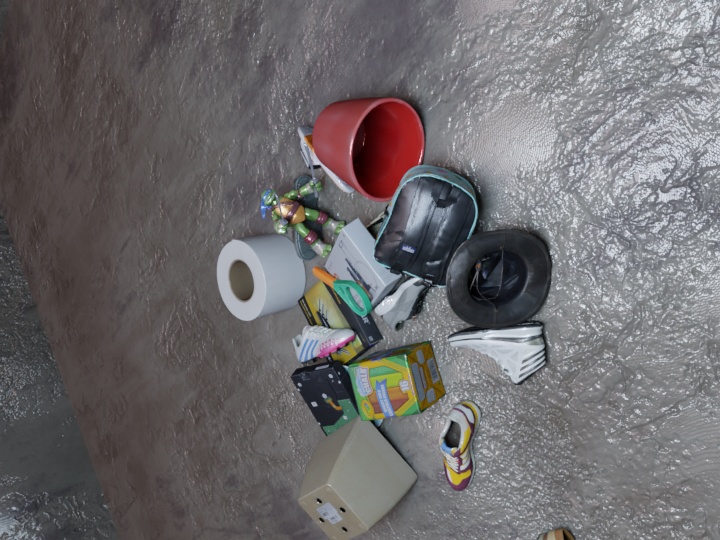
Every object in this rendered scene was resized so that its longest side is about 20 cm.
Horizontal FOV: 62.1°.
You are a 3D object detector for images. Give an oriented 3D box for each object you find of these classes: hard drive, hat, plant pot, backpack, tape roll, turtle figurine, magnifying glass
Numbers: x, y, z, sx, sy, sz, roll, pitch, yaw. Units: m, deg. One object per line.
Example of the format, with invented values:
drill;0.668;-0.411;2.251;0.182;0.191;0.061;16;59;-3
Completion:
hard drive;-0.063;0.310;1.417;0.138;0.038;0.202;-17;109;35
hat;0.244;0.009;1.098;0.081;0.196;0.205;-112;24;-74
plant pot;0.005;-0.261;1.220;0.176;0.198;0.205;29;118;46
backpack;0.131;-0.095;1.135;0.173;0.154;0.203;22;121;4
tape roll;-0.255;0.015;1.537;0.200;0.138;0.207;10;105;41
turtle figurine;-0.123;-0.129;1.335;0.193;0.145;0.200;36;127;-18
magnifying glass;-0.044;0.040;1.337;0.199;0.022;0.081;34;147;44
plant pot;-0.024;0.492;1.364;0.200;0.177;0.199;47;129;-2

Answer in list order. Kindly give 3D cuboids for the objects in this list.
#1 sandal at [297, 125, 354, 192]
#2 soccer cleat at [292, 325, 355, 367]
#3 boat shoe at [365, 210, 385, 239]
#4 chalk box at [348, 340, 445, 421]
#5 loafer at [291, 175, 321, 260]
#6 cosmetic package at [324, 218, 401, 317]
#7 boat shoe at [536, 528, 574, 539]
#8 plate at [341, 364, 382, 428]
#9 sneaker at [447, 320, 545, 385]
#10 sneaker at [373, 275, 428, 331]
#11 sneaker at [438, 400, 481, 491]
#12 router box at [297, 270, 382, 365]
sandal;-0.092;-0.245;1.372;0.059;0.079;0.208;-44;71;31
soccer cleat;-0.094;0.160;1.393;0.199;0.069;0.088;-31;84;43
boat shoe;0.067;-0.098;1.272;0.198;0.062;0.072;-28;79;41
chalk box;0.059;0.241;1.290;0.197;0.123;0.127;-18;87;34
loafer;-0.137;-0.126;1.459;0.063;0.071;0.205;3;95;61
cosmetic package;0.000;0.000;1.294;0.152;0.051;0.200;54;156;11
boat shoe;0.407;0.571;1.097;0.201;0.075;0.074;54;126;19
plate;-0.029;0.303;1.437;0.197;0.026;0.204;14;122;23
sneaker;0.258;0.164;1.143;0.198;0.075;0.118;-10;91;40
sneaker;0.110;0.058;1.267;0.080;0.074;0.200;52;135;9
sneaker;0.193;0.372;1.237;0.074;0.089;0.205;14;108;39
router box;-0.052;0.117;1.432;0.157;0.052;0.202;-42;71;40
